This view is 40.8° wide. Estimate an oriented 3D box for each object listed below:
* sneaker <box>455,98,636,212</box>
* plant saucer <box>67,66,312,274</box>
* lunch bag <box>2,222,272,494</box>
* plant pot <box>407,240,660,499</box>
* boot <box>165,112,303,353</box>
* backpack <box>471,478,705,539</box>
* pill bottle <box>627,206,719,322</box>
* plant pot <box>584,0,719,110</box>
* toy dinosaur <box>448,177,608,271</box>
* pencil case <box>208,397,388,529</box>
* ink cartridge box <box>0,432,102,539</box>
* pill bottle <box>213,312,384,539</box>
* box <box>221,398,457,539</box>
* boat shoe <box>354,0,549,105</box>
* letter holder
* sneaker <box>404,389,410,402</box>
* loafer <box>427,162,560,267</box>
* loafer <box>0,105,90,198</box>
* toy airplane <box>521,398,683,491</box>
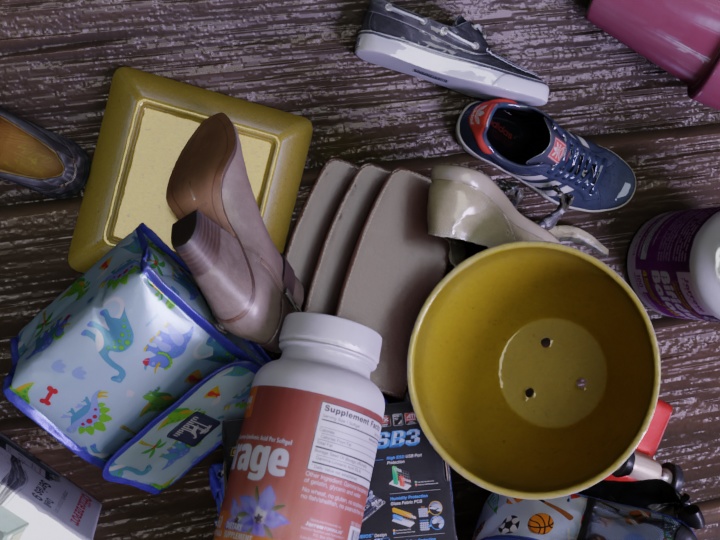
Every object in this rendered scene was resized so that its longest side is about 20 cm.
[{"bbox_3d":[0.193,-0.112,0.960,0.199,0.084,0.076,19,87,-10],"label":"sneaker"},{"bbox_3d":[-0.158,-0.075,0.915,0.198,0.048,0.202,14,89,-10],"label":"plant saucer"},{"bbox_3d":[-0.186,0.094,0.866,0.170,0.128,0.200,-39,119,5],"label":"lunch bag"},{"bbox_3d":[0.153,0.085,0.822,0.198,0.142,0.202,-3,81,18],"label":"plant pot"},{"bbox_3d":[-0.103,-0.028,0.858,0.070,0.201,0.146,-21,131,25],"label":"boot"},{"bbox_3d":[0.179,0.278,0.835,0.189,0.154,0.201,16,126,27],"label":"backpack"},{"bbox_3d":[0.348,-0.005,0.930,0.111,0.200,0.113,0,90,-10],"label":"pill bottle"},{"bbox_3d":[0.325,-0.276,0.941,0.178,0.200,0.201,21,87,6],"label":"plant pot"},{"bbox_3d":[0.167,-0.045,0.966,0.198,0.048,0.089,-6,127,-18],"label":"toy dinosaur"},{"bbox_3d":[-0.051,0.183,0.918,0.199,0.078,0.087,-23,137,-10],"label":"pencil case"},{"bbox_3d":[-0.329,0.195,0.837,0.200,0.146,0.084,38,83,-9],"label":"ink cartridge box"},{"bbox_3d":[-0.043,0.141,0.775,0.111,0.112,0.202,16,72,-10],"label":"pill bottle"},{"bbox_3d":[-0.017,0.220,0.829,0.198,0.050,0.200,-6,70,2],"label":"box"},{"bbox_3d":[0.096,-0.216,0.953,0.198,0.072,0.068,16,89,-3],"label":"boat shoe"},{"bbox_3d":[0.000,0.000,0.919,0.141,0.101,0.202,19,87,-8],"label":"letter holder"},{"bbox_3d":[0.106,0.079,0.964,0.073,0.085,0.200,35,63,19],"label":"sneaker"},{"bbox_3d":[0.117,-0.023,0.865,0.200,0.075,0.069,35,77,-41],"label":"loafer"},{"bbox_3d":[-0.343,-0.124,0.868,0.198,0.072,0.073,17,88,-9],"label":"loafer"},{"bbox_3d":[0.210,0.205,0.954,0.198,0.142,0.201,-16,127,4],"label":"toy airplane"}]
